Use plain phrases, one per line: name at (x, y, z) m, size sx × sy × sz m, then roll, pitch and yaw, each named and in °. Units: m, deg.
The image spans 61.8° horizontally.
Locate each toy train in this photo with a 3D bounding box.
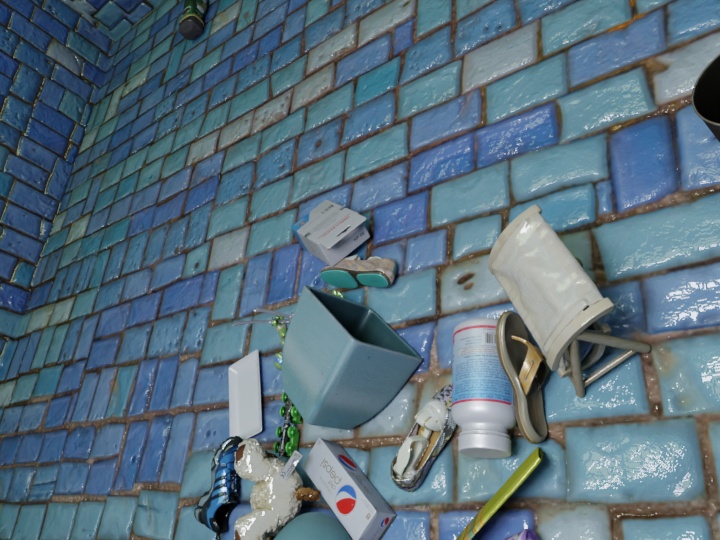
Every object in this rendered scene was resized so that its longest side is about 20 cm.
toy train at (-0.142, 0.291, 1.262) m, size 0.041 × 0.056 × 0.205 m, roll -5°, pitch 63°, yaw 24°

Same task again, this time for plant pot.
plant pot at (-0.079, 0.496, 1.013) m, size 0.198 × 0.200 × 0.136 m, roll -32°, pitch 29°, yaw 24°
plant pot at (-0.042, 0.182, 1.144) m, size 0.195 × 0.194 × 0.203 m, roll 42°, pitch 105°, yaw 46°

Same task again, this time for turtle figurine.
turtle figurine at (-0.134, 0.096, 1.254) m, size 0.199 × 0.145 × 0.193 m, roll 42°, pitch 57°, yaw 15°

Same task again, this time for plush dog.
plush dog at (-0.159, 0.425, 1.141) m, size 0.172 × 0.156 × 0.206 m, roll 114°, pitch 153°, yaw -69°

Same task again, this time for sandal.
sandal at (0.260, 0.160, 0.921) m, size 0.053 × 0.079 × 0.206 m, roll -20°, pitch 79°, yaw 43°

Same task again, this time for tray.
tray at (-0.263, 0.296, 1.396) m, size 0.106 × 0.022 × 0.204 m, roll -31°, pitch 50°, yaw 26°

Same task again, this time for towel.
towel at (0.206, 0.349, 0.898) m, size 0.018 × 0.086 × 0.201 m, roll 40°, pitch 97°, yaw 15°

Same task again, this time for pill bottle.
pill bottle at (0.200, 0.189, 0.968) m, size 0.107 × 0.108 × 0.205 m, roll -14°, pitch 58°, yaw 36°

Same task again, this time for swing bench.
swing bench at (0.294, 0.048, 0.893) m, size 0.129 × 0.199 × 0.201 m, roll -39°, pitch 46°, yaw 18°

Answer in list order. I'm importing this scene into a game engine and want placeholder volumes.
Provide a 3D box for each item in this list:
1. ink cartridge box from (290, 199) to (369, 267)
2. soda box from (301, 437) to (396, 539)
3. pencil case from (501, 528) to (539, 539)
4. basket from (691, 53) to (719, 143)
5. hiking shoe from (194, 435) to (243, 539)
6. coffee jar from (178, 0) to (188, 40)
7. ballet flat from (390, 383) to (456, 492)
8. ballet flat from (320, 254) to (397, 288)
ink cartridge box at (-0.061, -0.081, 1.339) m, size 0.115 × 0.068 × 0.199 m, roll -38°, pitch 32°, yaw -14°
soda box at (-0.025, 0.397, 1.091) m, size 0.069 × 0.063 × 0.199 m, roll -55°, pitch 43°, yaw 4°
pencil case at (0.182, 0.449, 0.863) m, size 0.199 × 0.084 × 0.087 m, roll -38°, pitch 82°, yaw 24°
basket at (0.553, -0.199, 0.793) m, size 0.177 × 0.199 × 0.139 m, roll -24°, pitch 52°, yaw 29°
hiking shoe at (-0.284, 0.462, 1.297) m, size 0.085 × 0.074 × 0.205 m, roll 19°, pitch 91°, yaw 38°
coffee jar at (-0.688, -1.053, 2.486) m, size 0.102 × 0.085 × 0.205 m, roll -18°, pitch 56°, yaw 30°
ballet flat at (0.111, 0.282, 1.028) m, size 0.071 × 0.072 × 0.204 m, roll 26°, pitch 86°, yaw 46°
ballet flat at (0.000, 0.000, 1.300) m, size 0.196 × 0.069 × 0.068 m, roll 4°, pitch 50°, yaw 38°
